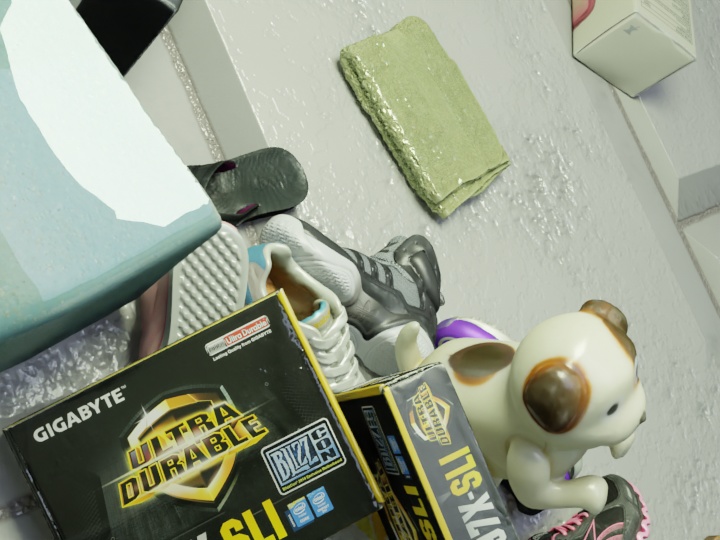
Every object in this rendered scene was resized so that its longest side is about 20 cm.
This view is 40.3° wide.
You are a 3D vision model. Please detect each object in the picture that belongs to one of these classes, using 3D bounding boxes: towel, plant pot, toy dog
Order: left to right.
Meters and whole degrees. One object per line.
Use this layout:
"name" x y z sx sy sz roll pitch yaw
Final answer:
"plant pot" -0.243 -0.030 0.595 0.200 0.196 0.197 -39 96 -34
"towel" 0.069 -0.162 1.021 0.148 0.036 0.201 -35 94 -43
"toy dog" 0.135 0.095 0.763 0.139 0.200 0.195 -33 90 -37

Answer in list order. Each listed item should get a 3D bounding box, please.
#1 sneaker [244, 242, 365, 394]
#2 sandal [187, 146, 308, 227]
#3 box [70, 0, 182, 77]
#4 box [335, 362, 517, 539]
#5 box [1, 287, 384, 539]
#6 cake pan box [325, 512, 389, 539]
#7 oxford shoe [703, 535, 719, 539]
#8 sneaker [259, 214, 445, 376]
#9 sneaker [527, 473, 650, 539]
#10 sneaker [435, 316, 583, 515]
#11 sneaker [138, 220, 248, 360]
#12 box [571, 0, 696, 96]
"sneaker" -0.040 0.069 0.786 0.200 0.081 0.077 52 45 -9
"sandal" -0.113 -0.064 0.811 0.200 0.048 0.076 -32 91 -45
"box" -0.227 -0.296 0.783 0.196 0.117 0.201 31 51 -25
"box" 0.052 0.168 0.680 0.049 0.160 0.201 -22 86 -18
"box" -0.106 0.127 0.647 0.199 0.049 0.161 -26 92 -7
"cake pan box" -0.027 0.237 0.737 0.184 0.052 0.201 37 50 -18
"oxford shoe" 0.385 0.362 1.009 0.071 0.071 0.201 36 52 -23
"sneaker" 0.000 0.000 0.861 0.200 0.075 0.114 44 47 -23
"sneaker" 0.202 0.260 0.910 0.095 0.079 0.200 37 48 -6
"sneaker" 0.125 0.138 0.898 0.201 0.069 0.099 53 49 -6
"sneaker" -0.130 0.060 0.726 0.075 0.105 0.202 10 93 -20
"box" 0.362 -0.359 1.312 0.127 0.109 0.201 25 55 -29
